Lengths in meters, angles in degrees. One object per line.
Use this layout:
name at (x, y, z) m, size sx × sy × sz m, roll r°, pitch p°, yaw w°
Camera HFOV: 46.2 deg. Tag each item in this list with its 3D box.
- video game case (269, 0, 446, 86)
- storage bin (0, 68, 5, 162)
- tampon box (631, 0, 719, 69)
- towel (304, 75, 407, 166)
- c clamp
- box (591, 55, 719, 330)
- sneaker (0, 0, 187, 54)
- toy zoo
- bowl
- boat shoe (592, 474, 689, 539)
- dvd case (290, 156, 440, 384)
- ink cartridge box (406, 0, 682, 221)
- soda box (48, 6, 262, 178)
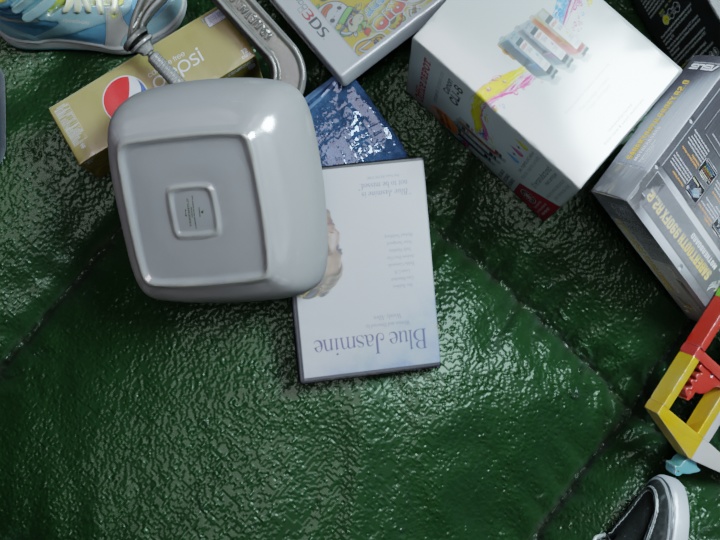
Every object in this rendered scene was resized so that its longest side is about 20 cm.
video game case at (0.008, -0.305, 0.839) m, size 0.199 × 0.023 × 0.183 m, roll -37°, pitch 68°, yaw -5°
storage bin at (-0.458, -0.150, 0.791) m, size 0.195 × 0.134 × 0.149 m, roll -4°, pitch 83°, yaw 0°
tampon box at (0.351, -0.298, 0.811) m, size 0.148 × 0.126 × 0.203 m, roll -26°, pitch 83°, yaw -3°
towel at (-0.057, -0.097, 0.828) m, size 0.199 × 0.049 × 0.112 m, roll -37°, pitch 85°, yaw -4°
c clamp at (-0.142, -0.178, 0.780) m, size 0.170 × 0.027 × 0.201 m, roll -39°, pitch 98°, yaw -3°
box at (0.320, -0.067, 0.775) m, size 0.200 × 0.048 × 0.159 m, roll 42°, pitch 84°, yaw -29°
sneaker at (-0.272, -0.265, 0.806) m, size 0.195 × 0.131 × 0.081 m, roll -7°, pitch 82°, yaw -1°
toy zoo at (0.344, 0.104, 0.787) m, size 0.130 × 0.020 × 0.202 m, roll 36°, pitch 86°, yaw -24°
bowl at (-0.133, -0.062, 0.745) m, size 0.195 × 0.075 × 0.205 m, roll -2°, pitch 106°, yaw 15°
boat shoe at (0.234, 0.278, 0.772) m, size 0.067 × 0.074 × 0.203 m, roll 23°, pitch 93°, yaw -12°
dvd case at (0.000, 0.000, 0.806) m, size 0.139 × 0.018 × 0.205 m, roll -6°, pitch 95°, yaw -7°
ink cartridge box at (0.158, -0.178, 0.788) m, size 0.200 × 0.145 × 0.145 m, roll 43°, pitch 85°, yaw 5°
soda box at (-0.197, -0.174, 0.826) m, size 0.198 × 0.068 × 0.065 m, roll -32°, pitch 85°, yaw -4°
